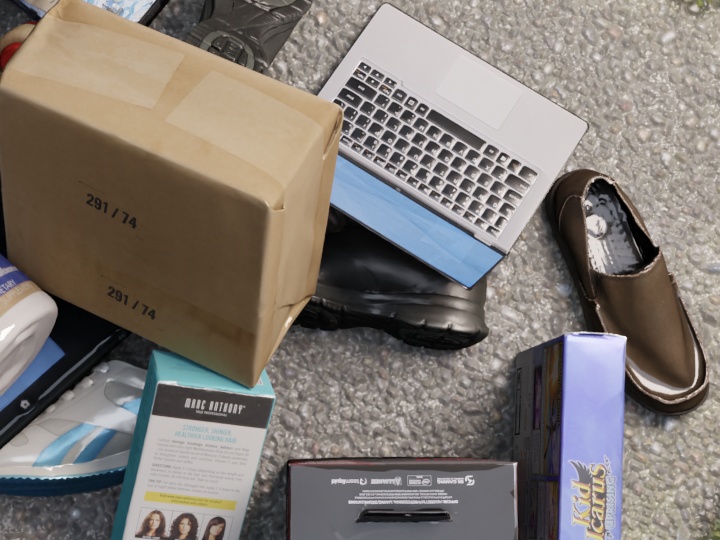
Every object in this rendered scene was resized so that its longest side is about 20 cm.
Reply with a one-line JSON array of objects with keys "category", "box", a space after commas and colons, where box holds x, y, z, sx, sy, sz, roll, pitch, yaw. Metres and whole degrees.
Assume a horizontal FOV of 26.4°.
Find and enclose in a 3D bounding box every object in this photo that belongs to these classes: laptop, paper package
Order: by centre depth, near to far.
[{"category": "paper package", "box": [-0.127, -0.049, 0.995, 0.199, 0.191, 0.104, 23, 49, 11]}, {"category": "laptop", "box": [0.045, -0.096, 1.090, 0.187, 0.116, 0.201, 32, 73, 8]}]

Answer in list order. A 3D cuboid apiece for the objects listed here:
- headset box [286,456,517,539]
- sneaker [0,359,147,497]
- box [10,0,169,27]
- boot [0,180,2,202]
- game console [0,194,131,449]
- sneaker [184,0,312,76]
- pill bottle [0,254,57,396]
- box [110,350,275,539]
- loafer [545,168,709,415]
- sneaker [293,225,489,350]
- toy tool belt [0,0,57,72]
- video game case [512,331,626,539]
[{"category": "headset box", "box": [0.023, 0.165, 1.038, 0.148, 0.200, 0.078, 0, 83, -2]}, {"category": "sneaker", "box": [-0.191, 0.112, 1.101, 0.199, 0.077, 0.081, -11, 75, -11]}, {"category": "box", "box": [-0.184, -0.267, 1.160, 0.137, 0.040, 0.200, 39, 82, 1]}, {"category": "boot", "box": [-0.349, -0.114, 1.055, 0.199, 0.182, 0.073, 24, 62, 7]}, {"category": "game console", "box": [-0.284, 0.043, 1.085, 0.200, 0.031, 0.177, -42, 66, -14]}, {"category": "sneaker", "box": [-0.095, -0.159, 1.105, 0.076, 0.091, 0.200, 29, 43, -4]}, {"category": "pill bottle", "box": [-0.308, 0.002, 1.012, 0.200, 0.111, 0.111, 39, 82, 4]}, {"category": "box", "box": [-0.122, 0.158, 1.054, 0.082, 0.049, 0.201, 9, 111, -18]}, {"category": "loafer", "box": [0.197, 0.016, 1.131, 0.073, 0.071, 0.201, -28, 85, -6]}, {"category": "sneaker", "box": [0.000, 0.000, 1.130, 0.199, 0.076, 0.091, 11, 73, -9]}, {"category": "toy tool belt", "box": [-0.321, -0.168, 1.092, 0.199, 0.123, 0.125, 26, 121, 3]}, {"category": "video game case", "box": [0.140, 0.150, 1.055, 0.045, 0.181, 0.202, 3, 83, -3]}]
